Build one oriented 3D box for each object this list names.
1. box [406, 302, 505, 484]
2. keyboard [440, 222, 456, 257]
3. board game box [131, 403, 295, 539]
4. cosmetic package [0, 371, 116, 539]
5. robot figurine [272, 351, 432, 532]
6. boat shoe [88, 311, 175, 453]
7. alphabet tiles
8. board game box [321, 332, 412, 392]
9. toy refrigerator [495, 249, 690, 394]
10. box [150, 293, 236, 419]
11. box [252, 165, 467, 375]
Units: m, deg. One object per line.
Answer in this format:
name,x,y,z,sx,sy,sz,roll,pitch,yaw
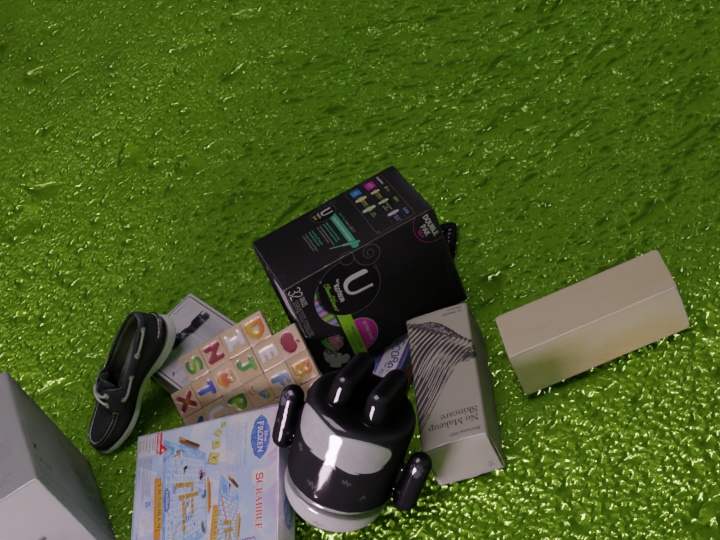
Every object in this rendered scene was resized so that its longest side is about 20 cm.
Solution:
box,0.106,0.137,1.547,0.082,0.069,0.201,-19,42,11
keyboard,0.026,-0.016,1.765,0.199,0.040,0.105,-14,43,19
board game box,-0.168,0.268,1.553,0.198,0.041,0.201,-15,58,23
cosmetic package,-0.395,0.265,1.609,0.123,0.200,0.200,-33,42,-3
robot figurine,-0.011,0.188,1.475,0.124,0.201,0.150,-2,36,-29
boat shoe,-0.305,0.139,1.725,0.075,0.060,0.201,33,102,44
alphabet tiles,-0.130,0.149,1.607,0.199,0.006,0.167,-30,83,25
board game box,-0.007,0.131,1.641,0.135,0.035,0.201,4,52,32
toy refrigerator,0.261,0.060,1.536,0.199,0.070,0.076,-24,35,7
box,-0.191,0.120,1.740,0.117,0.060,0.200,-46,44,-17
box,0.000,0.000,1.626,0.199,0.149,0.124,-29,37,-8
